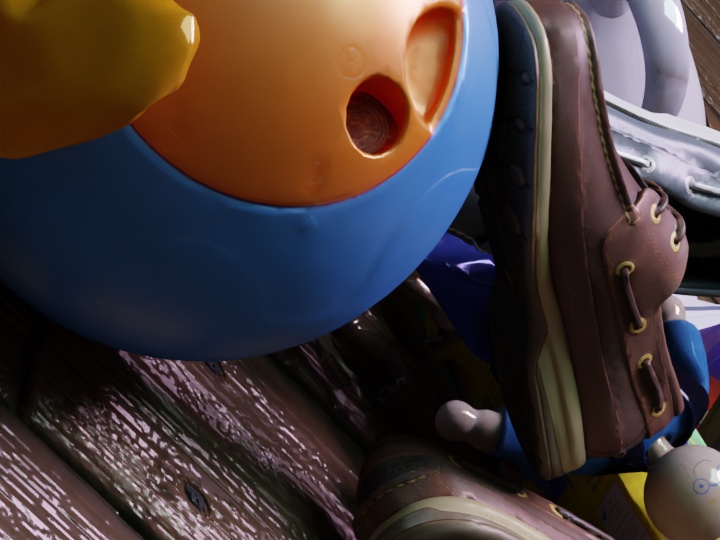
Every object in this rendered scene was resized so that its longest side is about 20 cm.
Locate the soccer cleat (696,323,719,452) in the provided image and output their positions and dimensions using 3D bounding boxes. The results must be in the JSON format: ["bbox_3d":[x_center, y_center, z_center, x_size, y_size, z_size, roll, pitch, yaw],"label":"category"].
[{"bbox_3d":[0.133,0.060,1.255,0.073,0.068,0.200,43,-26,9],"label":"soccer cleat"}]

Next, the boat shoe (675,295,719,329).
[{"bbox_3d":[0.141,0.023,1.453,0.200,0.074,0.067,10,48,-62],"label":"boat shoe"}]

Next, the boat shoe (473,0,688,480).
[{"bbox_3d":[0.082,-0.015,1.030,0.072,0.067,0.200,-115,-166,-53],"label":"boat shoe"}]

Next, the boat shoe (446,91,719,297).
[{"bbox_3d":[0.081,-0.030,1.094,0.200,0.073,0.062,10,36,-30],"label":"boat shoe"}]

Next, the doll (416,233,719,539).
[{"bbox_3d":[0.079,0.030,1.138,0.136,0.048,0.200,-30,75,-37],"label":"doll"}]

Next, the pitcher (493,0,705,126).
[{"bbox_3d":[0.101,-0.070,1.248,0.172,0.121,0.200,-110,-163,-53],"label":"pitcher"}]

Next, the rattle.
[{"bbox_3d":[-0.168,-0.080,0.800,0.200,0.143,0.130,47,57,-41],"label":"rattle"}]

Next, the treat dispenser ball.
[{"bbox_3d":[-0.053,-0.069,0.965,0.201,0.201,0.201,45,20,-21],"label":"treat dispenser ball"}]

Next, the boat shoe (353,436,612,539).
[{"bbox_3d":[0.073,0.122,1.099,0.200,0.072,0.068,34,26,-38],"label":"boat shoe"}]

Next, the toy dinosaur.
[{"bbox_3d":[0.000,0.000,1.190,0.101,0.058,0.200,58,19,19],"label":"toy dinosaur"}]

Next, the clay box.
[{"bbox_3d":[0.091,0.061,1.220,0.200,0.048,0.115,61,-20,20],"label":"clay box"}]
